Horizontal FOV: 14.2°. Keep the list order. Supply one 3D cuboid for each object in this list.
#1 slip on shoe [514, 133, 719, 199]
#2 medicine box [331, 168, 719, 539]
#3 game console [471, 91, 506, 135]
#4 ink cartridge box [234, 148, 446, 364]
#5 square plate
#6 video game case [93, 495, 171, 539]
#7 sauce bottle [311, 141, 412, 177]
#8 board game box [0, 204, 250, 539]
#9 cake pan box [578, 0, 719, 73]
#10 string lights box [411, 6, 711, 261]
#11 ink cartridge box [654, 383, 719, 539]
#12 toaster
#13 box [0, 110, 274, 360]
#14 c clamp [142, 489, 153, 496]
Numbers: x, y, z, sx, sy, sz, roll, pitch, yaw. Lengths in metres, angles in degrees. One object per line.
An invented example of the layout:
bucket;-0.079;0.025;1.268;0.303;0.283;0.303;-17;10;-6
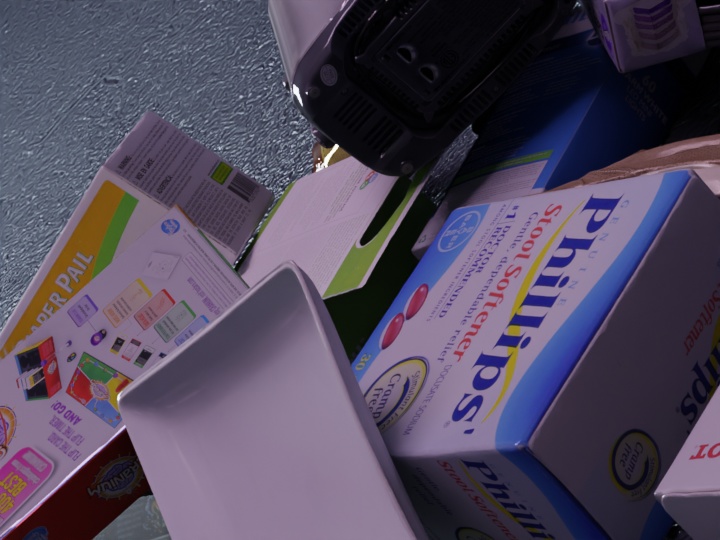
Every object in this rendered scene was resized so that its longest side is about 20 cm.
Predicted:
slip on shoe;0.148;-0.033;1.550;0.199;0.076;0.061;-15;40;42
medicine box;0.092;0.056;1.460;0.200;0.103;0.183;-10;40;55
game console;0.060;-0.202;1.813;0.176;0.116;0.201;-44;-37;-72
ink cartridge box;0.000;0.000;1.727;0.200;0.076;0.148;-20;32;54
square plate;-0.035;0.117;1.453;0.028;0.201;0.198;-17;-13;-38
video game case;-0.156;0.161;1.684;0.199;0.023;0.183;-21;66;44
sauce bottle;0.005;-0.078;1.828;0.066;0.066;0.200;-56;6;-27
board game box;-0.142;0.068;1.614;0.200;0.040;0.153;-41;32;-1
cake pan box;0.212;-0.187;1.655;0.183;0.053;0.200;-17;25;-1
string lights box;0.120;-0.075;1.698;0.103;0.059;0.200;-14;37;50
ink cartridge box;0.239;0.046;1.252;0.144;0.084;0.200;-10;39;55
toaster;0.035;-0.161;1.654;0.200;0.113;0.129;-47;32;12
box;-0.155;0.019;1.847;0.200;0.101;0.113;-56;2;25
c clamp;-0.088;0.137;1.592;0.199;0.027;0.172;-15;74;19
